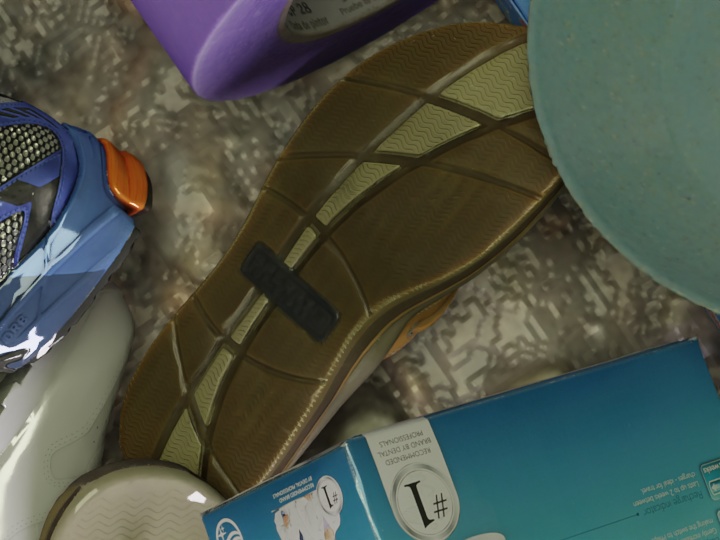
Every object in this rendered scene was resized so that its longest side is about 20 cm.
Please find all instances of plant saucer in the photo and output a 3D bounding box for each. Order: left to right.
[{"bbox_3d":[0.151,-0.068,0.870,0.200,0.039,0.202,-5,67,12],"label":"plant saucer"}]

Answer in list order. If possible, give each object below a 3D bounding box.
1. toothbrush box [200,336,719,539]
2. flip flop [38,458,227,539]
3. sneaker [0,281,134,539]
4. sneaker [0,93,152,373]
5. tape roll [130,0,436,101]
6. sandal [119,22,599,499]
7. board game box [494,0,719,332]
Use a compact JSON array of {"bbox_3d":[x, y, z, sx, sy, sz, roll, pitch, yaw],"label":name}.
[{"bbox_3d":[0.061,0.138,0.859,0.146,0.085,0.201,-15,80,-38],"label":"toothbrush box"},{"bbox_3d":[-0.050,0.157,0.894,0.081,0.058,0.201,-7,91,-24],"label":"flip flop"},{"bbox_3d":[-0.118,0.098,0.927,0.080,0.076,0.201,30,82,-16],"label":"sneaker"},{"bbox_3d":[-0.153,0.027,0.886,0.078,0.075,0.200,39,82,-20],"label":"sneaker"},{"bbox_3d":[0.008,-0.144,0.872,0.200,0.200,0.085,-36,82,0],"label":"tape roll"},{"bbox_3d":[0.000,0.000,0.932,0.080,0.054,0.200,46,105,22],"label":"sandal"},{"bbox_3d":[0.151,-0.059,0.907,0.151,0.037,0.200,-32,66,0],"label":"board game box"}]
